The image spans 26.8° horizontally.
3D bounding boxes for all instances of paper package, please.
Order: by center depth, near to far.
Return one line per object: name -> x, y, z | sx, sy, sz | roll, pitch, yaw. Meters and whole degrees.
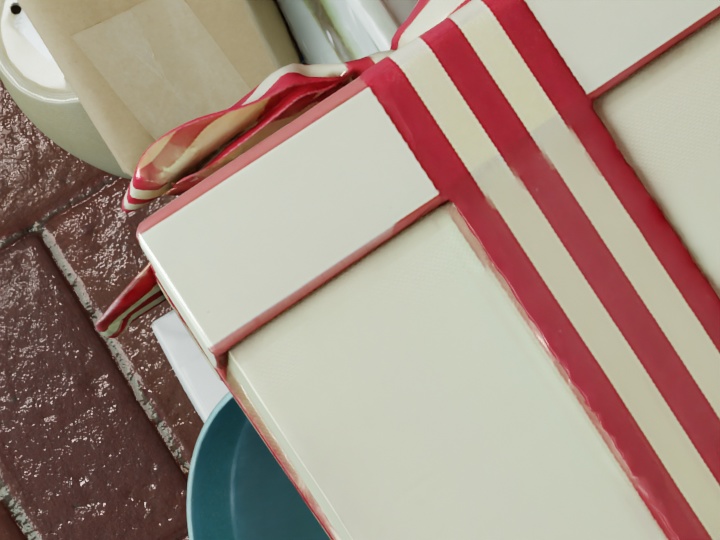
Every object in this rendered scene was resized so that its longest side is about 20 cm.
paper package -> -0.109, -0.185, 0.743 | 0.191, 0.103, 0.200 | -95, -17, -45

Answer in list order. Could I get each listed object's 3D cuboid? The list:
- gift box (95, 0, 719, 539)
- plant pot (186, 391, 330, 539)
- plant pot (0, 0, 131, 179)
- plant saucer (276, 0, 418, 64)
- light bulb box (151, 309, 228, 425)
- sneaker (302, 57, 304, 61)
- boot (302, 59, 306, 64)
gift box -> 0.039, 0.017, 0.425 | 0.187, 0.184, 0.200 | 56, 168, 1
plant pot -> 0.032, 0.141, 0.907 | 0.187, 0.200, 0.201 | -12, -118, -49
plant pot -> -0.165, -0.153, 0.993 | 0.188, 0.187, 0.200 | 58, -171, 1
plant saucer -> 0.022, -0.086, 0.674 | 0.201, 0.050, 0.200 | 58, 174, 9
light bulb box -> -0.034, 0.059, 1.128 | 0.125, 0.198, 0.200 | 59, 173, 9
sneaker -> -0.045, -0.126, 0.935 | 0.082, 0.074, 0.200 | 58, -178, 14
boot -> -0.022, -0.066, 0.908 | 0.074, 0.095, 0.200 | 56, 173, 26
